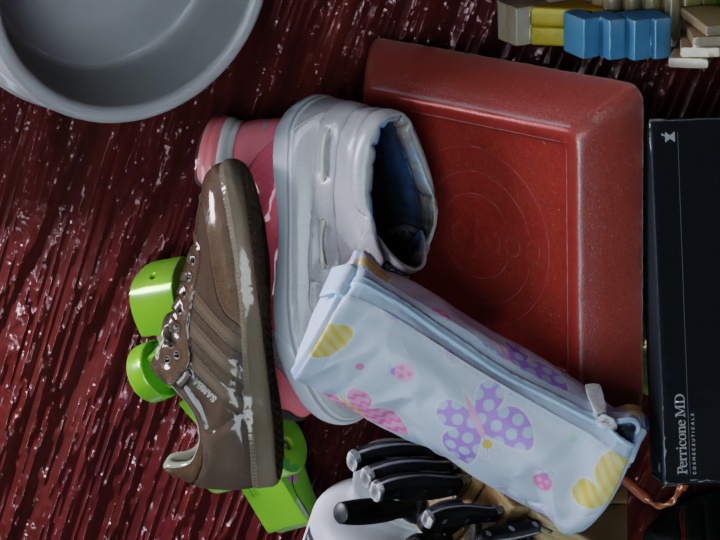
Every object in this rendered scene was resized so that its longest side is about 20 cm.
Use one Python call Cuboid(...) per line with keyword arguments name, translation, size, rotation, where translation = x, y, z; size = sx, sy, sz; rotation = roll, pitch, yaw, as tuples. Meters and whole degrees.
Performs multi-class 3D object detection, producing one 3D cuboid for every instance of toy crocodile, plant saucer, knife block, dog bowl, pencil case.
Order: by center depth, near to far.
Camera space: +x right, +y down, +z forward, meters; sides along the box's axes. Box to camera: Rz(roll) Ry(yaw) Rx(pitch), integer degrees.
Cuboid(name="pencil case", translation=(0.060, 0.068, 1.210), size=(0.199, 0.091, 0.083), rotation=(29, 72, 0))
Cuboid(name="dog bowl", translation=(-0.141, -0.176, 1.251), size=(0.199, 0.059, 0.201), rotation=(-13, 120, -23))
Cuboid(name="plant saucer", translation=(0.074, -0.023, 1.276), size=(0.199, 0.037, 0.202), rotation=(15, 117, 39))
Cuboid(name="knife block", translation=(0.070, 0.130, 1.285), size=(0.175, 0.200, 0.064), rotation=(29, 115, -6))
Cuboid(name="toy crocodile", translation=(-0.086, 0.083, 1.396), size=(0.067, 0.062, 0.201), rotation=(-24, 107, 37))

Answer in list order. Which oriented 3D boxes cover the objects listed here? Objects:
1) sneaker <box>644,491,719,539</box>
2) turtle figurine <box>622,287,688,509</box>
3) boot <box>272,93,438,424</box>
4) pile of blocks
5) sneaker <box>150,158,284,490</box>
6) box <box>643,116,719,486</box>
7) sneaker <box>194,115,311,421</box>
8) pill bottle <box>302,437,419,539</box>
Cuboid(name="sneaker", translation=(0.271, 0.192, 1.329), size=(0.198, 0.074, 0.087), rotation=(5, 113, 12))
Cuboid(name="turtle figurine", translation=(0.181, 0.025, 1.288), size=(0.161, 0.064, 0.201), rotation=(-29, 74, 10))
Cuboid(name="boot", translation=(0.000, 0.000, 1.272), size=(0.095, 0.073, 0.202), rotation=(12, 114, 53))
Cuboid(name="pile of blocks", translation=(0.172, -0.155, 1.224), size=(0.198, 0.082, 0.063), rotation=(2, 111, 14))
Cuboid(name="sneaker", translation=(-0.091, 0.036, 1.290), size=(0.075, 0.070, 0.202), rotation=(-4, 101, 5))
Cuboid(name="box", translation=(0.230, 0.016, 1.215), size=(0.140, 0.079, 0.202), rotation=(-2, 88, 0))
Cuboid(name="sneaker", translation=(-0.041, 0.000, 1.341), size=(0.086, 0.074, 0.202), rotation=(-7, 108, 15))
Cuboid(name="pill bottle", translation=(0.008, 0.212, 1.389), size=(0.112, 0.113, 0.201), rotation=(21, 115, 5))
